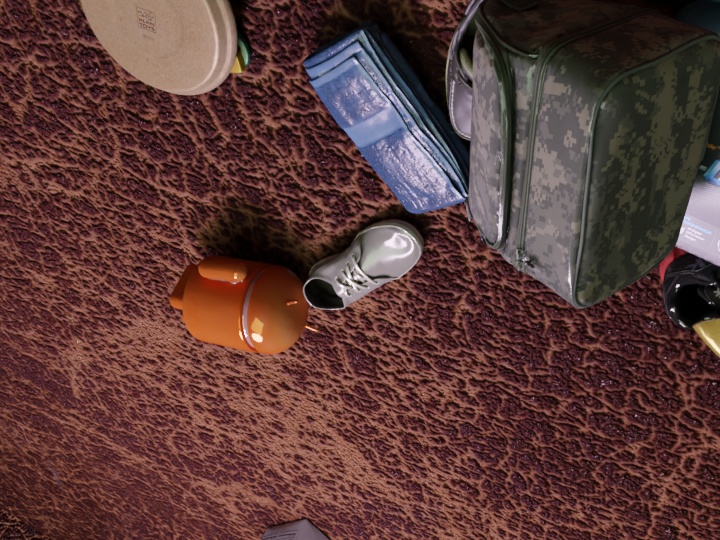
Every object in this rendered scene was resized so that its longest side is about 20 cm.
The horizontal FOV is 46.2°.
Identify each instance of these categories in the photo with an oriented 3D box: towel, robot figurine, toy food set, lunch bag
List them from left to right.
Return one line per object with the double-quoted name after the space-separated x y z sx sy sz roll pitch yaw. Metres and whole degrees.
-0.209 -0.268 0.870 0.196 0.049 0.201 11 136 23 "toy food set"
-0.150 0.045 1.102 0.196 0.116 0.147 9 108 27 "robot figurine"
0.029 -0.143 0.836 0.111 0.049 0.201 -11 125 51 "towel"
0.152 -0.097 0.634 0.168 0.137 0.203 42 147 43 "lunch bag"

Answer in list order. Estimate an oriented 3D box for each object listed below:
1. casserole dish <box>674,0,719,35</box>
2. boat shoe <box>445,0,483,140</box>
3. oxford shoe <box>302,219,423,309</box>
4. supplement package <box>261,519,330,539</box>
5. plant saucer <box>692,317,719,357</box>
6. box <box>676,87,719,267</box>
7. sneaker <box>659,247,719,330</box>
0.295 -0.121 0.679 0.120 0.039 0.203 19 136 35 "casserole dish"
0.108 -0.188 0.732 0.070 0.067 0.203 21 140 7 "boat shoe"
0.000 0.000 1.004 0.075 0.058 0.198 48 136 -15 "oxford shoe"
-0.122 0.621 1.605 0.191 0.201 0.146 45 139 -16 "supplement package"
0.419 0.068 0.717 0.197 0.050 0.198 15 159 -40 "plant saucer"
0.275 -0.088 0.659 0.198 0.046 0.161 30 141 25 "box"
0.347 -0.005 0.742 0.071 0.099 0.200 43 138 -12 "sneaker"
